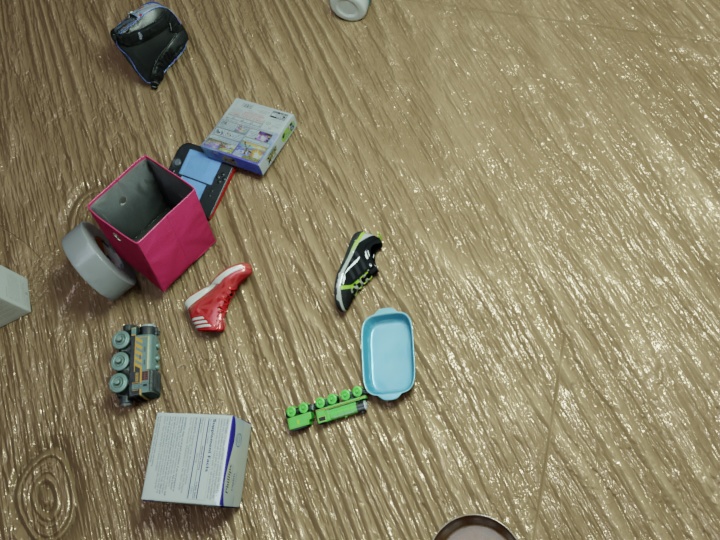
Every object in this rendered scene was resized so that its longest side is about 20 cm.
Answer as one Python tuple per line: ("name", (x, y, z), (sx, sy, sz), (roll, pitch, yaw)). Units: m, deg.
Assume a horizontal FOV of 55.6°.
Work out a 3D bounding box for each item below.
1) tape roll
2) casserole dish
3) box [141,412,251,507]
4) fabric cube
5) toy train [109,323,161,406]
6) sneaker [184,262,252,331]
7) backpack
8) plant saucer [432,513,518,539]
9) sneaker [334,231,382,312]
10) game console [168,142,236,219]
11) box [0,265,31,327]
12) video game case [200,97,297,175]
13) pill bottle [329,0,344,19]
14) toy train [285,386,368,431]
("tape roll", (-0.653, -0.024, 1.712), (0.066, 0.201, 0.201), (-38, 63, -2))
("casserole dish", (0.063, 0.184, 1.493), (0.118, 0.039, 0.206), (-8, 67, 14))
("box", (-0.355, 0.415, 1.495), (0.194, 0.105, 0.189), (-2, 68, 18))
("fabric cube", (-0.507, -0.115, 1.676), (0.194, 0.201, 0.201), (31, 64, 23))
("toy train", (-0.538, 0.224, 1.648), (0.110, 0.086, 0.205), (-7, 65, 1))
("sneaker", (-0.325, 0.078, 1.649), (0.198, 0.078, 0.117), (-35, 70, 15))
("backpack", (-0.603, -0.670, 1.976), (0.189, 0.201, 0.155), (-38, 49, -4))
("plant saucer", (0.220, 0.570, 1.291), (0.194, 0.035, 0.206), (-6, 68, 15))
("sneaker", (0.000, 0.000, 1.567), (0.081, 0.072, 0.205), (12, 73, 20))
("game console", (-0.439, -0.243, 1.828), (0.196, 0.031, 0.180), (20, 76, 24))
("box", (-0.994, 0.062, 1.786), (0.149, 0.201, 0.109), (-24, 63, 5))
("video game case", (-0.293, -0.355, 1.800), (0.196, 0.046, 0.184), (20, 64, 24))
("pill bottle", (-0.011, -0.800, 1.869), (0.108, 0.111, 0.205), (8, 71, 20))
("toy train", (-0.072, 0.303, 1.488), (0.195, 0.042, 0.058), (-18, 74, 10))
